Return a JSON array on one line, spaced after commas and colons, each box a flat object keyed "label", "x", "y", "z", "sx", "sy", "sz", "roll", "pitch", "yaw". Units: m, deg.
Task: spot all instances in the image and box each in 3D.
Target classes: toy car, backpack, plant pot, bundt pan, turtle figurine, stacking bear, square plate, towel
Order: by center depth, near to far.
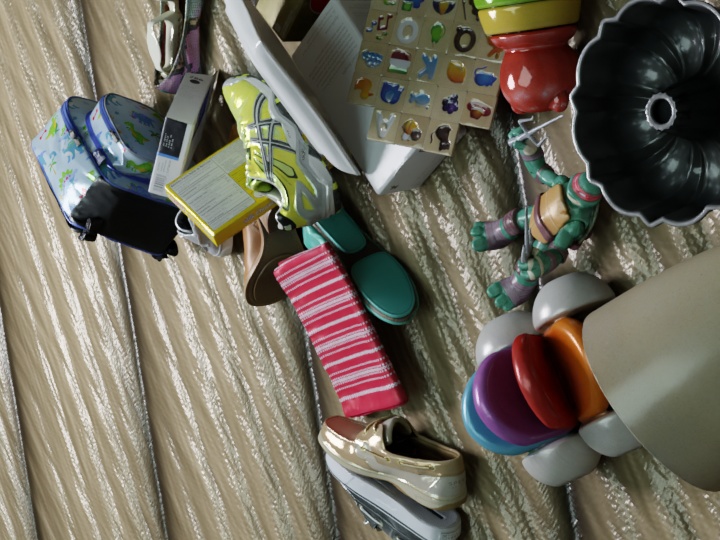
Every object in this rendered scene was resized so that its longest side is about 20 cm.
[{"label": "plant pot", "x": 0.321, "y": 0.052, "z": 1.179, "sx": 0.200, "sy": 0.187, "sz": 0.188, "roll": -42, "pitch": 66, "yaw": 28}, {"label": "bundt pan", "x": 0.283, "y": -0.141, "z": 1.239, "sx": 0.201, "sy": 0.076, "sz": 0.203, "roll": 11, "pitch": 106, "yaw": 45}, {"label": "stacking bear", "x": 0.162, "y": -0.248, "z": 1.334, "sx": 0.121, "sy": 0.113, "sz": 0.201, "roll": 1, "pitch": 103, "yaw": 47}, {"label": "toy car", "x": 0.176, "y": 0.111, "z": 1.349, "sx": 0.200, "sy": 0.149, "sz": 0.176, "roll": -37, "pitch": 71, "yaw": 44}, {"label": "turtle figurine", "x": 0.175, "y": -0.051, "z": 1.355, "sx": 0.200, "sy": 0.100, "sz": 0.150, "roll": 125, "pitch": 151, "yaw": -55}, {"label": "square plate", "x": -0.082, "y": -0.209, "z": 1.516, "sx": 0.028, "sy": 0.200, "sz": 0.198, "roll": -34, "pitch": 37, "yaw": 5}, {"label": "towel", "x": -0.024, "y": 0.071, "z": 1.596, "sx": 0.201, "sy": 0.022, "sz": 0.144, "roll": 64, "pitch": 152, "yaw": -3}, {"label": "backpack", "x": -0.309, "y": -0.138, "z": 1.816, "sx": 0.147, "sy": 0.183, "sz": 0.200, "roll": -50, "pitch": 55, "yaw": 17}]

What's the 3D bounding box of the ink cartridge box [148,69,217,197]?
[{"label": "ink cartridge box", "x": -0.213, "y": -0.171, "z": 1.709, "sx": 0.200, "sy": 0.039, "sz": 0.100, "roll": -83, "pitch": 8, "yaw": -65}]

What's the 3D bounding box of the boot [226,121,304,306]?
[{"label": "boot", "x": -0.122, "y": -0.069, "z": 1.708, "sx": 0.201, "sy": 0.073, "sz": 0.155, "roll": 105, "pitch": 147, "yaw": -43}]

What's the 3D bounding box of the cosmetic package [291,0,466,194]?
[{"label": "cosmetic package", "x": 0.018, "y": -0.191, "z": 1.524, "sx": 0.102, "sy": 0.074, "sz": 0.201, "roll": -48, "pitch": 65, "yaw": 40}]

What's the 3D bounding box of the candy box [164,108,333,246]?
[{"label": "candy box", "x": -0.112, "y": -0.115, "z": 1.598, "sx": 0.102, "sy": 0.200, "sz": 0.026, "roll": 42, "pitch": 158, "yaw": 35}]

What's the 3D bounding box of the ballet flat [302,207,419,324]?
[{"label": "ballet flat", "x": 0.000, "y": 0.000, "z": 1.595, "sx": 0.200, "sy": 0.067, "sz": 0.071, "roll": 50, "pitch": 154, "yaw": 29}]

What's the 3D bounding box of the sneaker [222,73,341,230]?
[{"label": "sneaker", "x": -0.101, "y": -0.132, "z": 1.539, "sx": 0.200, "sy": 0.076, "sz": 0.076, "roll": 54, "pitch": 165, "yaw": 22}]

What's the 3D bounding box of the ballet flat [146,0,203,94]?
[{"label": "ballet flat", "x": -0.234, "y": -0.319, "z": 1.773, "sx": 0.069, "sy": 0.071, "sz": 0.201, "roll": 19, "pitch": 110, "yaw": 45}]

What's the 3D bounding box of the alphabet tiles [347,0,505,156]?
[{"label": "alphabet tiles", "x": 0.073, "y": -0.222, "z": 1.440, "sx": 0.166, "sy": 0.006, "sz": 0.201, "roll": 13, "pitch": 89, "yaw": 27}]

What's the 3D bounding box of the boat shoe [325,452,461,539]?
[{"label": "boat shoe", "x": 0.028, "y": 0.265, "z": 1.597, "sx": 0.200, "sy": 0.072, "sz": 0.071, "roll": 35, "pitch": 124, "yaw": 40}]

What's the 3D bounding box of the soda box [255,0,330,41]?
[{"label": "soda box", "x": -0.037, "y": -0.348, "z": 1.555, "sx": 0.064, "sy": 0.067, "sz": 0.200, "roll": 53, "pitch": 131, "yaw": 27}]

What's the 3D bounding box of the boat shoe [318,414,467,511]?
[{"label": "boat shoe", "x": 0.038, "y": 0.195, "z": 1.574, "sx": 0.199, "sy": 0.074, "sz": 0.070, "roll": 21, "pitch": 118, "yaw": 33}]

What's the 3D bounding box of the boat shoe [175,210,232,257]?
[{"label": "boat shoe", "x": -0.191, "y": -0.063, "z": 1.718, "sx": 0.200, "sy": 0.068, "sz": 0.072, "roll": 120, "pitch": 141, "yaw": -76}]
